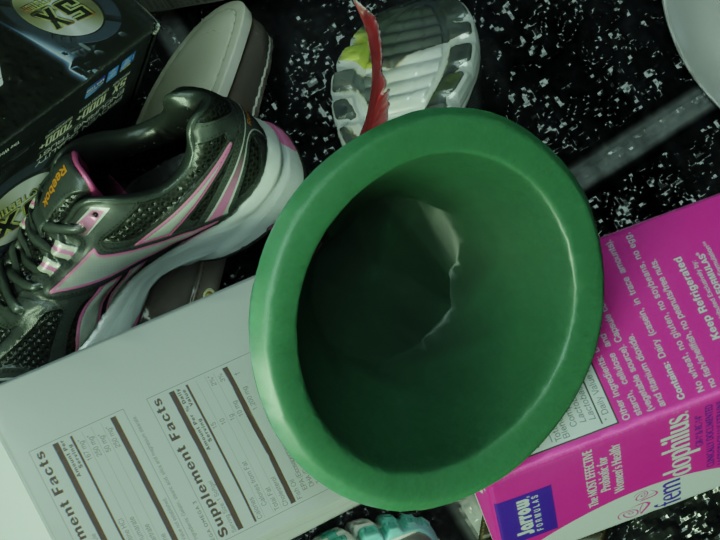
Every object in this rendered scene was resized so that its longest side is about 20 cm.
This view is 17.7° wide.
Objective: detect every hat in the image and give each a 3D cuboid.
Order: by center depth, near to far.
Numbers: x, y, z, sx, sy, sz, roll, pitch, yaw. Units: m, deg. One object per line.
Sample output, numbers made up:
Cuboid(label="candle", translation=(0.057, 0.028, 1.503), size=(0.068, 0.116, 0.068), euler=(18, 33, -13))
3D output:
Cuboid(label="hat", translation=(0.000, 0.000, 1.040), size=(0.200, 0.176, 0.166), euler=(-35, 112, -21))

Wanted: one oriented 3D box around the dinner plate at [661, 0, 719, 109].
Cuboid(label="dinner plate", translation=(0.251, -0.153, 1.162), size=(0.200, 0.024, 0.201), euler=(-2, 78, 8))

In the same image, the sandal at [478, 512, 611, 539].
Cuboid(label="sandal", translation=(0.072, 0.169, 1.106), size=(0.082, 0.055, 0.200), euler=(13, 65, 11))

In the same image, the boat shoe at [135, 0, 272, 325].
Cuboid(label="boat shoe", translation=(-0.084, -0.039, 1.162), size=(0.059, 0.072, 0.200), euler=(30, 68, -29))

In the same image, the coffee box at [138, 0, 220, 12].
Cuboid(label="coffee box", translation=(-0.111, -0.195, 1.161), size=(0.200, 0.080, 0.115), euler=(-9, 76, 6))

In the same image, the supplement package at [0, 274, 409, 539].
Cuboid(label="supplement package", translation=(-0.078, 0.082, 1.045), size=(0.200, 0.114, 0.110), euler=(-23, 80, -32))

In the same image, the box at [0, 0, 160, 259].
Cuboid(label="box", translation=(-0.203, -0.049, 1.067), size=(0.086, 0.164, 0.200), euler=(45, 60, 8))

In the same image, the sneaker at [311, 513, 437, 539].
Cuboid(label="sneaker", translation=(-0.037, 0.194, 1.111), size=(0.200, 0.078, 0.091), euler=(-35, 92, 3))

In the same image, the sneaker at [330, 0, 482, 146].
Cuboid(label="sneaker", translation=(0.028, -0.046, 1.147), size=(0.074, 0.085, 0.200), euler=(-5, 56, 18))

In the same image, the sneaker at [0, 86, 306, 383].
Cuboid(label="sneaker", translation=(-0.129, -0.021, 1.075), size=(0.200, 0.086, 0.080), euler=(-40, 53, 3))

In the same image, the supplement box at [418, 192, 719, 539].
Cuboid(label="supplement box", translation=(0.137, 0.044, 1.075), size=(0.200, 0.101, 0.104), euler=(-20, 60, -2))
